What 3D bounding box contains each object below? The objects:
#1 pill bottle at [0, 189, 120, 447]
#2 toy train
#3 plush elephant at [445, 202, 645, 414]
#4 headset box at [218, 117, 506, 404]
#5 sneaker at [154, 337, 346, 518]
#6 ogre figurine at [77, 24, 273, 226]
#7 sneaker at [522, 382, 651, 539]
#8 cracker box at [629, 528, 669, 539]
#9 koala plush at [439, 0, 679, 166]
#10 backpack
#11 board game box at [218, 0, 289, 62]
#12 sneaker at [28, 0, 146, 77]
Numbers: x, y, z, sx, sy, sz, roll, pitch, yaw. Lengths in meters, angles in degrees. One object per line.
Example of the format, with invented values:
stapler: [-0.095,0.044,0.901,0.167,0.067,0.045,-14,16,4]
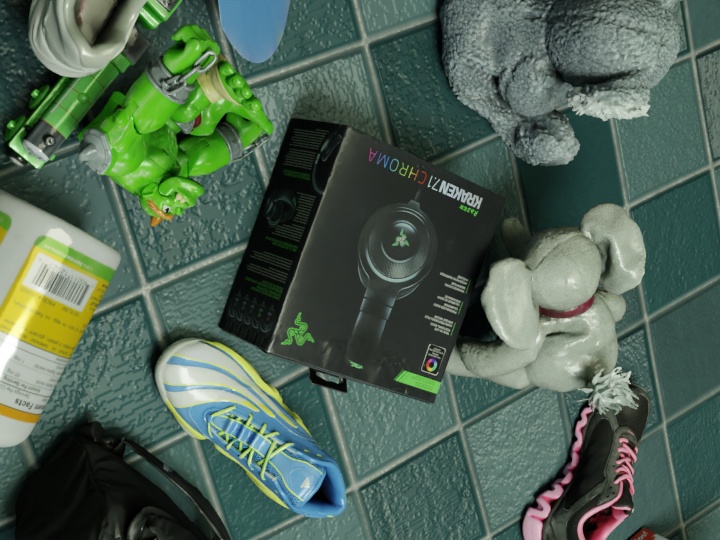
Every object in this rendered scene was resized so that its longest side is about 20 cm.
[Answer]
pill bottle: [-0.258,0.051,0.818,0.111,0.111,0.200,31,83,-33]
toy train: [-0.184,-0.155,0.857,0.042,0.056,0.200,42,77,-31]
plush elephant: [0.162,0.022,1.029,0.164,0.200,0.155,-20,114,-20]
headset box: [0.000,0.000,0.982,0.174,0.093,0.201,21,88,-33]
sneaker: [-0.075,0.130,0.953,0.200,0.105,0.076,46,75,-31]
ogre figurine: [-0.132,-0.101,0.852,0.120,0.200,0.098,-38,99,0]
sneaker: [0.246,0.207,1.179,0.079,0.095,0.200,36,79,-30]
cracker box: [0.315,0.348,1.186,0.134,0.200,0.058,-34,114,-23]
koala plush: [0.183,-0.190,0.996,0.184,0.200,0.178,29,84,-33]
backpack: [-0.165,0.233,0.901,0.126,0.167,0.200,-39,123,2]
board game box: [-0.099,-0.253,0.873,0.158,0.039,0.201,-51,138,-67]
sneaker: [-0.158,-0.221,0.768,0.078,0.099,0.201,3,102,-31]
